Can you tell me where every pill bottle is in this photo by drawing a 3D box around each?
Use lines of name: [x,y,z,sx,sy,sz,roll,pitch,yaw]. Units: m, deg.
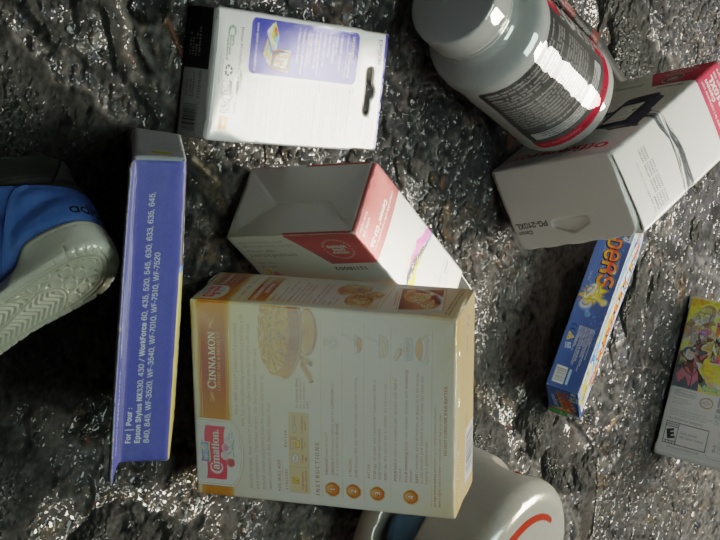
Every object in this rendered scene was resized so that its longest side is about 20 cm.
pill bottle: [0.127,-0.187,1.431,0.200,0.110,0.111,31,76,-52]

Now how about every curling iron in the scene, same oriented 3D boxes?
curling iron: [0.210,-0.213,1.605,0.050,0.026,0.200,-56,148,6]

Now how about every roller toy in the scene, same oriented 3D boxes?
roller toy: [0.081,0.244,1.472,0.200,0.139,0.184,-26,131,-48]

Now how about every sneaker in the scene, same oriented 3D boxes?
sneaker: [-0.255,0.000,1.032,0.199,0.112,0.077,-30,146,-3]

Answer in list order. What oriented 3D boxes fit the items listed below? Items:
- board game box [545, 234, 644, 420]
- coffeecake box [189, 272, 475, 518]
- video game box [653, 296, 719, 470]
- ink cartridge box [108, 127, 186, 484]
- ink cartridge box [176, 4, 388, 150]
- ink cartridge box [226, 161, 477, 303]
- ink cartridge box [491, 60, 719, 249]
board game box: [0.232,0.037,1.652,0.135,0.034,0.201,62,48,-73]
coffeecake box: [-0.020,0.090,1.241,0.073,0.198,0.155,-49,141,-68]
video game box: [0.439,0.137,1.856,0.047,0.199,0.184,13,90,-56]
ink cartridge box: [-0.137,0.017,1.104,0.047,0.200,0.199,3,101,-9]
ink cartridge box: [-0.055,-0.143,1.272,0.199,0.037,0.095,-1,100,-50]
ink cartridge box: [0.000,0.000,1.309,0.200,0.116,0.068,48,50,-46]
ink cartridge box: [0.240,-0.107,1.561,0.200,0.144,0.085,-38,111,-40]
